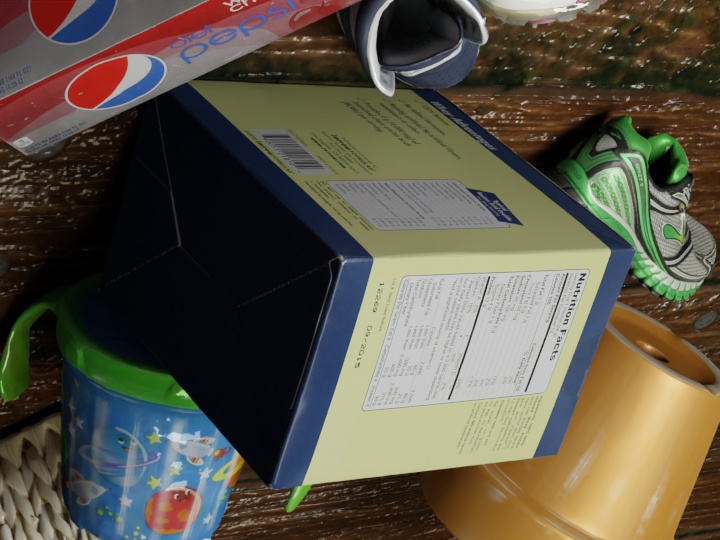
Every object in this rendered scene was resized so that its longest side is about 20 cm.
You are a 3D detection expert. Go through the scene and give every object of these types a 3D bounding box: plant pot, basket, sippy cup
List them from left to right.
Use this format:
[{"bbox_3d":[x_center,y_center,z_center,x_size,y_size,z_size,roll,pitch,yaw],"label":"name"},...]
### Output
[{"bbox_3d":[-0.161,0.185,1.267,0.123,0.136,0.200,-23,148,-7],"label":"basket"},{"bbox_3d":[-0.118,0.086,1.114,0.139,0.178,0.131,-4,119,-36],"label":"sippy cup"},{"bbox_3d":[0.174,0.128,1.425,0.200,0.200,0.184,13,113,-48],"label":"plant pot"}]

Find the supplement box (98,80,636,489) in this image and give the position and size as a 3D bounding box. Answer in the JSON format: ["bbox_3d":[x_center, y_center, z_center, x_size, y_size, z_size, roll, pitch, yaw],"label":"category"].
[{"bbox_3d":[0.000,0.000,1.042,0.199,0.200,0.135,-2,121,-37],"label":"supplement box"}]

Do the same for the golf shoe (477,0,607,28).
[{"bbox_3d":[0.136,-0.208,1.006,0.200,0.073,0.092,-37,144,-11],"label":"golf shoe"}]

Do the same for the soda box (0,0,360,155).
[{"bbox_3d":[-0.094,-0.129,0.898,0.199,0.064,0.070,-24,161,9],"label":"soda box"}]

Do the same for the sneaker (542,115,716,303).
[{"bbox_3d":[0.199,-0.040,1.290,0.085,0.078,0.200,-42,148,13],"label":"sneaker"}]

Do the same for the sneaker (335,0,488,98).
[{"bbox_3d":[0.030,-0.124,1.001,0.070,0.109,0.200,-31,149,5],"label":"sneaker"}]
